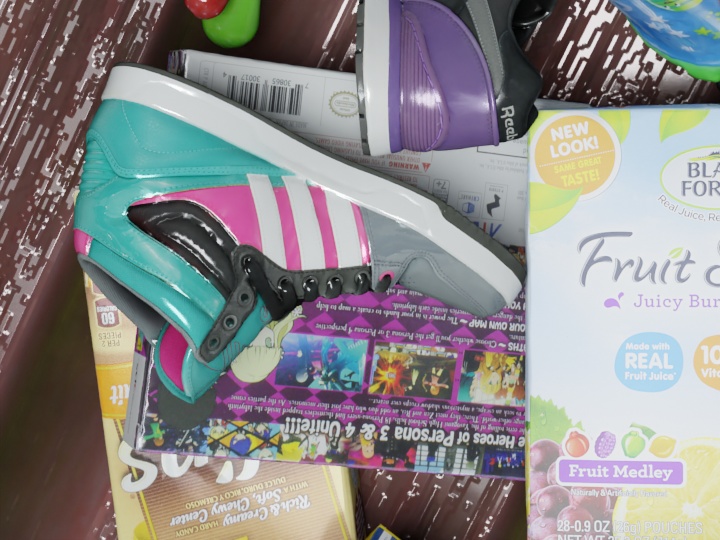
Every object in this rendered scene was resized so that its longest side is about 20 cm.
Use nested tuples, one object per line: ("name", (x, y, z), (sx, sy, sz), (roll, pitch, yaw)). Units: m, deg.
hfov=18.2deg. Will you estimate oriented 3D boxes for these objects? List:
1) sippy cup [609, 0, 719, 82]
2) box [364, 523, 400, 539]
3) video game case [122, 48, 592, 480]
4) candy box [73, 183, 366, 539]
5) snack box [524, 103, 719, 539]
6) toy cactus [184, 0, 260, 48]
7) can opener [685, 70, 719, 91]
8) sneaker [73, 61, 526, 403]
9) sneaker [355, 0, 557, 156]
("sippy cup", (0.139, -0.162, 0.960), (0.178, 0.130, 0.140), (9, 85, 40))
("box", (0.060, 0.211, 1.030), (0.200, 0.070, 0.064), (37, 132, -1))
("video game case", (0.000, 0.000, 1.032), (0.200, 0.036, 0.181), (5, 93, -19))
("candy box", (-0.066, 0.049, 1.083), (0.115, 0.055, 0.200), (-6, 98, 6))
("snack box", (0.158, 0.027, 0.997), (0.169, 0.068, 0.200), (-1, 91, 8))
("toy cactus", (-0.038, -0.194, 0.988), (0.102, 0.165, 0.200), (17, 98, -28))
("can opener", (0.223, -0.156, 1.013), (0.079, 0.063, 0.200), (41, 101, -1))
("sneaker", (-0.037, 0.006, 0.955), (0.200, 0.084, 0.121), (25, 82, -10))
("sneaker", (0.045, -0.139, 1.001), (0.088, 0.076, 0.200), (-1, 64, 4))
